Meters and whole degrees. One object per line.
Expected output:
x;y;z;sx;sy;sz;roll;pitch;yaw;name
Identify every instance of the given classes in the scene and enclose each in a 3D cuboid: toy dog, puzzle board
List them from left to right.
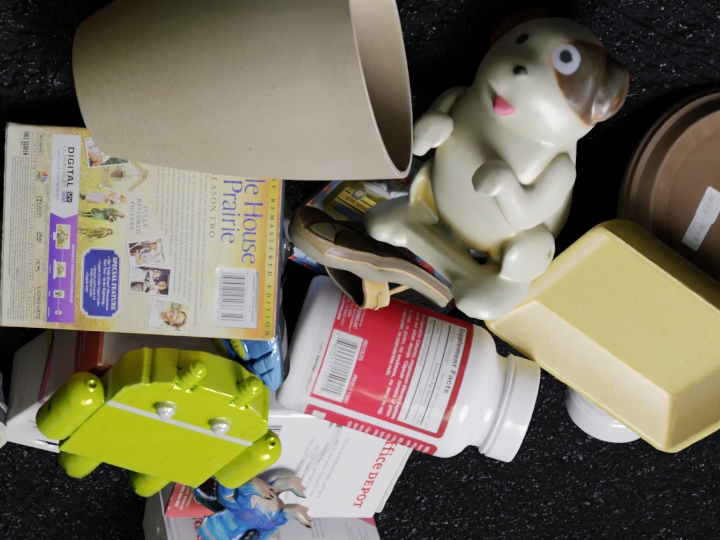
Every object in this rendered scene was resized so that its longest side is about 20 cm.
0.041;-0.029;1.439;0.151;0.017;0.200;-40;135;23;puzzle board
0.122;-0.090;1.306;0.193;0.140;0.201;-15;139;-37;toy dog

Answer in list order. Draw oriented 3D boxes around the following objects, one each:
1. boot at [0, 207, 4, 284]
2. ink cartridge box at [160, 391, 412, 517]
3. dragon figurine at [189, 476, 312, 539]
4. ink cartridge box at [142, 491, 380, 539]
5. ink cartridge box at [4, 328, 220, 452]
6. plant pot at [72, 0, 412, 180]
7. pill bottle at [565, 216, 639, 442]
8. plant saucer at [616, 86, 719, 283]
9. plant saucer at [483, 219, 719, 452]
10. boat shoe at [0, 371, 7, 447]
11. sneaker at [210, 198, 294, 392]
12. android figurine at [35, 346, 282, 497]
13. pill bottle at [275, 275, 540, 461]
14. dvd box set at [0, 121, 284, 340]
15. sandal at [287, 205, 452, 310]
-0.305;-0.009;1.300;0.199;0.064;0.186;-31;150;19;boot
-0.065;0.140;1.533;0.199;0.083;0.147;4;135;-22;ink cartridge box
-0.108;0.196;1.471;0.099;0.059;0.200;-30;139;15;dragon figurine
-0.088;0.259;1.606;0.199;0.146;0.085;2;136;-21;ink cartridge box
-0.204;0.089;1.411;0.116;0.068;0.200;19;149;-32;ink cartridge box
-0.082;-0.138;1.175;0.199;0.188;0.188;-9;140;12;plant pot
0.236;0.054;1.525;0.112;0.113;0.201;-5;137;-14;pill bottle
0.297;-0.046;1.413;0.199;0.029;0.201;-3;98;-21;plant saucer
0.224;0.044;1.387;0.200;0.049;0.200;36;148;-7;plant saucer
-0.371;0.128;1.432;0.199;0.068;0.072;-18;156;22;boat shoe
-0.072;-0.006;1.322;0.082;0.071;0.201;-15;103;-45;sneaker
-0.146;0.116;1.331;0.181;0.041;0.200;21;143;-28;android figurine
0.039;0.085;1.436;0.199;0.113;0.113;18;132;-3;pill bottle
-0.154;-0.028;1.257;0.199;0.029;0.147;2;96;2;dvd box set
0.000;0.000;1.356;0.054;0.080;0.200;-56;150;10;sandal
